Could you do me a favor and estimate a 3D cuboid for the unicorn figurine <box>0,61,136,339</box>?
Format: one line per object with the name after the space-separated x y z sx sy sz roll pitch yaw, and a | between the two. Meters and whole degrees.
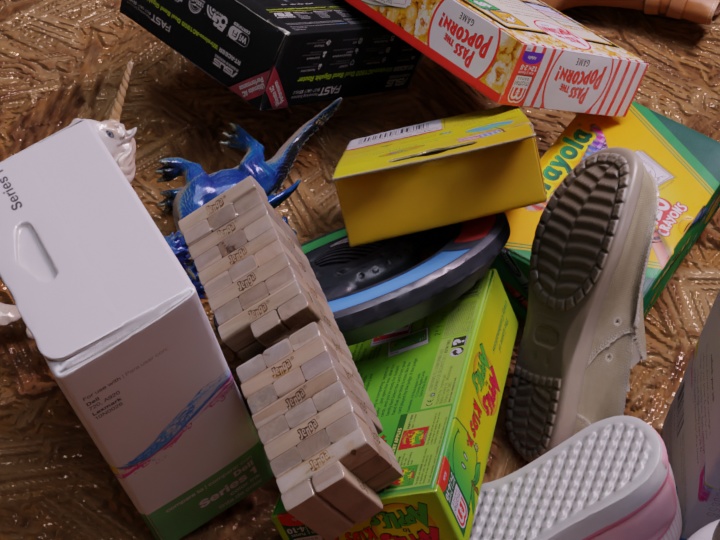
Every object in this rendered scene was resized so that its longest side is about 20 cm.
-0.202 -0.035 0.963 0.136 0.074 0.202 -7 62 -27 | unicorn figurine

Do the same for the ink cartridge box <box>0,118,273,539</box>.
-0.132 0.039 0.798 0.083 0.201 0.145 -30 55 -11 | ink cartridge box

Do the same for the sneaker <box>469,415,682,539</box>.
0.095 0.164 0.818 0.198 0.105 0.076 -27 45 9 | sneaker

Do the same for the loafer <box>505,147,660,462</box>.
0.145 0.024 0.892 0.068 0.203 0.075 9 12 -34 | loafer

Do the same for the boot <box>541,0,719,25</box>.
0.227 -0.242 1.207 0.154 0.074 0.200 32 54 15 | boot

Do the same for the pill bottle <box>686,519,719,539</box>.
0.192 0.193 0.708 0.107 0.202 0.110 4 46 -4 | pill bottle

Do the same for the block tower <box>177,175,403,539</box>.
-0.039 0.044 0.779 0.054 0.058 0.201 -30 55 7 | block tower

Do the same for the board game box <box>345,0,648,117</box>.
0.089 -0.180 1.038 0.150 0.047 0.200 0 31 -45 | board game box

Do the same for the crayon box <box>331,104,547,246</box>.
0.050 -0.063 0.910 0.125 0.052 0.200 -12 10 6 | crayon box

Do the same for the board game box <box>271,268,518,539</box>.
0.026 0.084 0.840 0.100 0.048 0.201 -13 30 24 | board game box

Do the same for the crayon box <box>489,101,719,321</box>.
0.175 -0.036 1.015 0.118 0.059 0.200 28 50 17 | crayon box

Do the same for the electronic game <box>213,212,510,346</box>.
0.000 0.000 0.906 0.197 0.042 0.200 -19 15 5 | electronic game

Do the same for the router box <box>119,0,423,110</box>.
-0.059 -0.191 1.072 0.149 0.063 0.199 37 29 24 | router box

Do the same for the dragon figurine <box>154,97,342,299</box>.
-0.077 -0.046 0.989 0.198 0.059 0.100 -25 55 -27 | dragon figurine

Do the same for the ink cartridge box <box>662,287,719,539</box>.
0.230 0.078 0.820 0.067 0.202 0.116 10 47 1 | ink cartridge box
